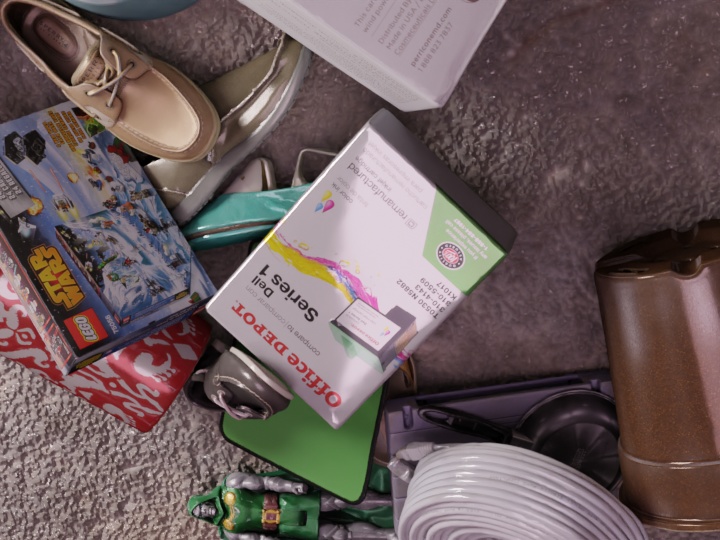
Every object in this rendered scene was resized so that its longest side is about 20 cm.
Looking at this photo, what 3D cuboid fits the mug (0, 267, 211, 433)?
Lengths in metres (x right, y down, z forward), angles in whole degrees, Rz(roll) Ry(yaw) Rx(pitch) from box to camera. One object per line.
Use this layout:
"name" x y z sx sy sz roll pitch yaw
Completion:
"mug" -0.223 0.024 1.212 0.199 0.134 0.178 34 112 -10

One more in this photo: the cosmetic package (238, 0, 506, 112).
"cosmetic package" 0.022 -0.226 1.032 0.166 0.200 0.168 33 92 -7

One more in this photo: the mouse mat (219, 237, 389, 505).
"mouse mat" -0.046 0.086 1.242 0.160 0.008 0.201 23 115 27

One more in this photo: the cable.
"cable" 0.128 0.216 1.172 0.199 0.069 0.200 -16 126 46

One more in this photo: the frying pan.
"frying pan" 0.153 0.135 1.222 0.190 0.031 0.115 38 100 -22

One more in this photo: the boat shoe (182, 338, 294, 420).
"boat shoe" -0.102 0.098 1.180 0.067 0.200 0.057 40 82 -12

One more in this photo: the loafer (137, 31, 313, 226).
"loafer" -0.112 -0.122 1.173 0.070 0.075 0.200 39 110 -13

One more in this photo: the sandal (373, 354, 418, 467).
"sandal" 0.008 0.082 1.245 0.080 0.054 0.201 -13 104 10

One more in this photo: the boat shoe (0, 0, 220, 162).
"boat shoe" -0.200 -0.149 1.142 0.199 0.064 0.072 33 97 14

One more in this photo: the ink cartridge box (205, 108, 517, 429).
"ink cartridge box" 0.000 0.000 1.127 0.145 0.084 0.200 42 108 -2

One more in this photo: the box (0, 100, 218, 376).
"box" -0.221 -0.033 1.151 0.201 0.136 0.040 58 144 10

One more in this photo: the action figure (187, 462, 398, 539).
"action figure" -0.056 0.217 1.303 0.198 0.055 0.119 3 99 2

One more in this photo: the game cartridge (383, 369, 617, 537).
"game cartridge" 0.122 0.159 1.256 0.198 0.038 0.131 -7 116 -6

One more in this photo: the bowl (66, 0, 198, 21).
"bowl" -0.192 -0.280 1.107 0.199 0.105 0.202 2 111 6

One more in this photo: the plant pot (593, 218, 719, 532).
"plant pot" 0.279 0.072 1.152 0.199 0.200 0.200 -14 100 11

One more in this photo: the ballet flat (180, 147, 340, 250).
"ballet flat" -0.057 -0.063 1.203 0.198 0.067 0.071 -8 85 9
